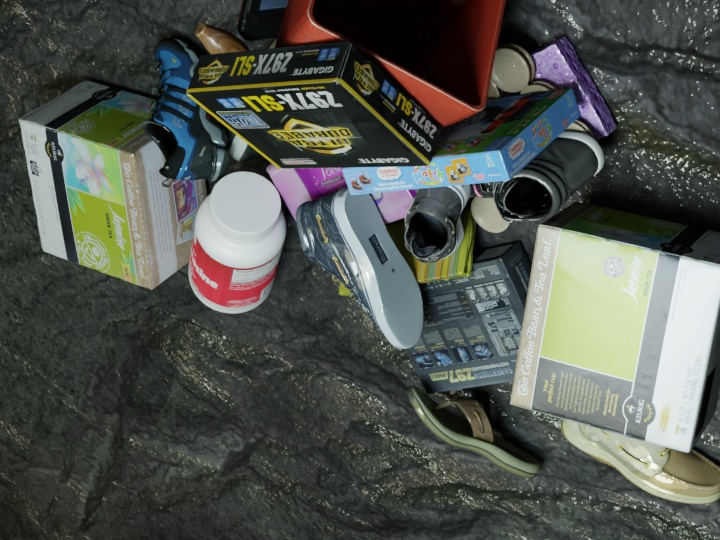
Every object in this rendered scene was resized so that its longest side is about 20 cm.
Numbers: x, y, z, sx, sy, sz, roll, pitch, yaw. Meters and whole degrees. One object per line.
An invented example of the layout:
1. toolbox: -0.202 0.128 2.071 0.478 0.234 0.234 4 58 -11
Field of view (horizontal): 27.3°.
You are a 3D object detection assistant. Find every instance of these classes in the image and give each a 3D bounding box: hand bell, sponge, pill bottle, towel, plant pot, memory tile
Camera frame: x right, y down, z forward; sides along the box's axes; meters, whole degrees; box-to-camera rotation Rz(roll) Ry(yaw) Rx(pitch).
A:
1. hand bell: -0.106 -0.215 1.649 0.104 0.104 0.200 -15 144 43
2. sponge: 0.167 -0.164 1.591 0.200 0.030 0.112 -22 104 45
3. pill bottle: -0.152 -0.036 1.838 0.112 0.112 0.200 39 153 10
4. towel: 0.055 -0.020 1.754 0.200 0.086 0.018 -10 152 43
5. plant pot: 0.011 -0.244 1.505 0.200 0.200 0.176 25 149 -21
6. memory tile: 0.150 -0.139 1.590 0.153 0.017 0.200 48 138 0

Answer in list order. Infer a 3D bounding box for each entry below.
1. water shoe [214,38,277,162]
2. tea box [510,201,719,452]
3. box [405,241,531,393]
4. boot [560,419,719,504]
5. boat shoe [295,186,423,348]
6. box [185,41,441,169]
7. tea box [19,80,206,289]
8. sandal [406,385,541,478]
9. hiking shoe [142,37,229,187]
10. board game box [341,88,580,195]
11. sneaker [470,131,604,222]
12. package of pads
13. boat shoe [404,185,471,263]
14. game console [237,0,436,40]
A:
1. water shoe: -0.134 -0.214 1.766 0.079 0.071 0.200 42 136 14
2. tea box: 0.276 0.053 1.530 0.197 0.134 0.200 15 109 20
3. box: 0.132 0.059 1.758 0.200 0.051 0.158 -13 109 43
4. boot: 0.330 0.163 1.662 0.200 0.072 0.155 27 130 21
5. boat shoe: 0.000 0.000 1.712 0.091 0.071 0.200 -11 107 45
6. box: -0.046 -0.157 1.454 0.200 0.049 0.160 2 154 39
7. tea box: -0.313 -0.113 1.921 0.197 0.134 0.200 17 128 29
8. sandal: 0.141 0.187 1.810 0.201 0.080 0.057 28 104 -18
9. hiking shoe: -0.223 -0.198 1.792 0.074 0.087 0.200 -55 50 53
10. board game box: 0.102 -0.130 1.512 0.200 0.151 0.037 -4 116 41
11. sneaker: 0.145 -0.094 1.541 0.200 0.099 0.071 -3 119 42
12. package of pads: -0.008 -0.108 1.735 0.200 0.076 0.121 -17 110 44
13. boat shoe: 0.076 -0.043 1.603 0.070 0.066 0.200 29 160 3
14. game console: -0.019 -0.306 1.583 0.119 0.172 0.200 55 143 34
